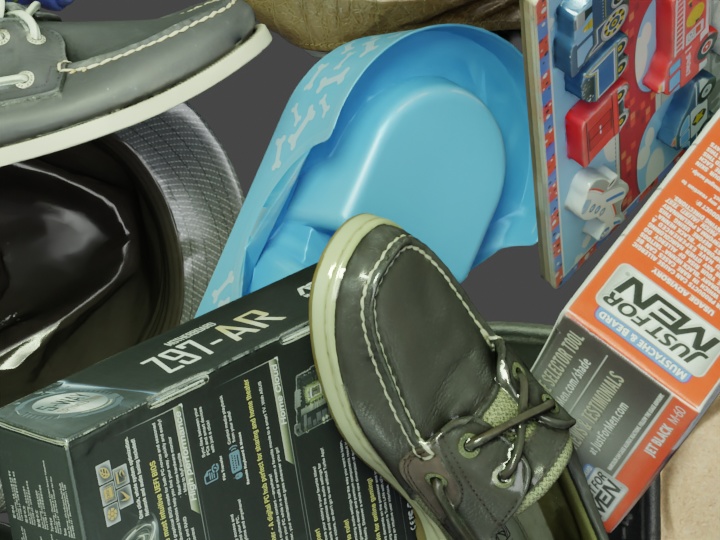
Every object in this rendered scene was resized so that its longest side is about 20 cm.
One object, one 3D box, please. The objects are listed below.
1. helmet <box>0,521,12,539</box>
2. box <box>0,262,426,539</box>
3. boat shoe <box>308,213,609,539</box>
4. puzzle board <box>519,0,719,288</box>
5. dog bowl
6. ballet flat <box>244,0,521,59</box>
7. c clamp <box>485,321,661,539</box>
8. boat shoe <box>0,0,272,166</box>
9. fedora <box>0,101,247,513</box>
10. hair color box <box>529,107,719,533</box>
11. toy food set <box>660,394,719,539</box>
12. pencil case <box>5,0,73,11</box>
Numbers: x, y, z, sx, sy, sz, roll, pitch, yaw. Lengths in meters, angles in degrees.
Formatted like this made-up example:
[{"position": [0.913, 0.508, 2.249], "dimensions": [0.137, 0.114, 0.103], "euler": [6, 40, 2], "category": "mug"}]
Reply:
[{"position": [-0.167, 0.185, 1.069], "dimensions": [0.199, 0.191, 0.201], "euler": [0, 91, -20], "category": "helmet"}, {"position": [-0.039, 0.117, 0.984], "dimensions": [0.160, 0.043, 0.201], "euler": [-26, 116, -38], "category": "box"}, {"position": [0.046, 0.062, 0.978], "dimensions": [0.072, 0.066, 0.201], "euler": [-52, 133, -33], "category": "boat shoe"}, {"position": [0.117, -0.091, 1.027], "dimensions": [0.017, 0.200, 0.151], "euler": [37, 71, 23], "category": "puzzle board"}, {"position": [0.000, 0.000, 1.057], "dimensions": [0.111, 0.050, 0.201], "euler": [25, 87, -37], "category": "dog bowl"}, {"position": [0.034, -0.103, 1.104], "dimensions": [0.199, 0.068, 0.073], "euler": [-5, 119, -7], "category": "ballet flat"}, {"position": [0.045, 0.092, 1.127], "dimensions": [0.170, 0.027, 0.201], "euler": [-1, 103, 26], "category": "c clamp"}, {"position": [-0.132, -0.070, 0.998], "dimensions": [0.199, 0.073, 0.063], "euler": [-19, 101, -3], "category": "boat shoe"}, {"position": [-0.145, 0.000, 1.087], "dimensions": [0.199, 0.090, 0.177], "euler": [-18, 101, -8], "category": "fedora"}, {"position": [0.136, -0.010, 1.044], "dimensions": [0.064, 0.111, 0.200], "euler": [37, 61, 8], "category": "hair color box"}, {"position": [0.166, 0.082, 1.143], "dimensions": [0.199, 0.049, 0.199], "euler": [-16, 100, 0], "category": "toy food set"}, {"position": [-0.200, -0.133, 1.066], "dimensions": [0.199, 0.087, 0.078], "euler": [-2, 118, -2], "category": "pencil case"}]
